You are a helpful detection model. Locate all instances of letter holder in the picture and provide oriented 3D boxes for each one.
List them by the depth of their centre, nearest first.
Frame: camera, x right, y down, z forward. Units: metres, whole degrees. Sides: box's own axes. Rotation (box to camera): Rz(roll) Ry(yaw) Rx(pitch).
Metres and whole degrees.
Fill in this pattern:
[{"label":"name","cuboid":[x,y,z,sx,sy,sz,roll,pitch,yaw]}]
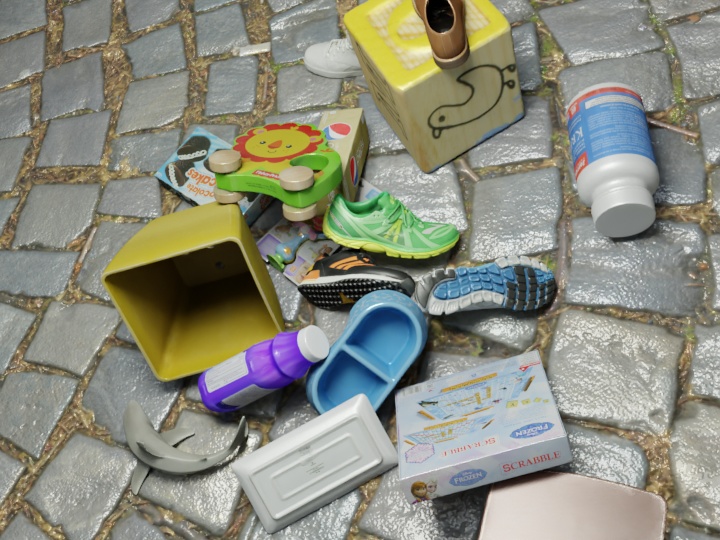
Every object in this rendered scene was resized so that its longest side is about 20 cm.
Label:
[{"label":"letter holder","cuboid":[0.242,0.315,1.078,0.199,0.101,0.143,6,60,21]}]

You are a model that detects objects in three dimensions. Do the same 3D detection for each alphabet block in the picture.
[{"label":"alphabet block","cuboid":[0.114,-0.309,1.430,0.195,0.200,0.197,-32,56,-2]}]

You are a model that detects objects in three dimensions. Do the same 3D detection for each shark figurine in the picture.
[{"label":"shark figurine","cuboid":[-0.258,0.242,1.289,0.213,0.090,0.129,5,63,22]}]

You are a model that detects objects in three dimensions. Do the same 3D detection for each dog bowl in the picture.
[{"label":"dog bowl","cuboid":[0.008,0.120,1.246,0.111,0.050,0.200,36,94,-4]}]

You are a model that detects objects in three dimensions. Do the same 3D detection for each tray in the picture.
[{"label":"tray","cuboid":[-0.057,0.252,1.219,0.199,0.022,0.108,-29,94,0]}]

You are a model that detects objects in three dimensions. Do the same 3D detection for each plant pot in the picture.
[{"label":"plant pot","cuboid":[-0.226,0.008,1.354,0.199,0.201,0.177,-15,35,8]}]

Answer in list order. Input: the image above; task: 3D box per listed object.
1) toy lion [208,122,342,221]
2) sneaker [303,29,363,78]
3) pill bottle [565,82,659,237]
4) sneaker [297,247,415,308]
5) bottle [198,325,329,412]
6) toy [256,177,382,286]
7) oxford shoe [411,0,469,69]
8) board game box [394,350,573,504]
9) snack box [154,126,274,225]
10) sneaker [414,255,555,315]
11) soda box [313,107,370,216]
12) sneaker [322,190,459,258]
[{"label":"toy lion","cuboid":[-0.108,-0.157,1.355,0.199,0.069,0.192,16,39,29]},{"label":"sneaker","cuboid":[-0.016,-0.379,1.566,0.199,0.116,0.074,7,64,23]},{"label":"pill bottle","cuboid":[0.353,-0.152,1.313,0.112,0.112,0.201,-9,57,12]},{"label":"sneaker","cuboid":[0.000,0.000,1.336,0.199,0.070,0.090,-4,51,41]},{"label":"bottle","cuboid":[-0.129,0.132,1.272,0.200,0.083,0.066,-29,72,33]},{"label":"toy","cuboid":[-0.067,-0.082,1.443,0.115,0.047,0.200,36,76,30]},{"label":"oxford shoe","cuboid":[0.109,-0.376,1.311,0.071,0.071,0.201,-19,55,7]},{"label":"board game box","cuboid":[0.143,0.188,1.159,0.199,0.041,0.200,-17,23,8]},{"label":"snack box","cuboid":[-0.231,-0.148,1.542,0.200,0.037,0.116,31,74,30]},{"label":"sneaker","cuboid":[0.166,0.022,1.296,0.199,0.087,0.075,-2,86,-8]},{"label":"soda box","cuboid":[-0.037,-0.167,1.438,0.067,0.064,0.200,-2,40,14]},{"label":"sneaker","cuboid":[0.047,-0.067,1.346,0.199,0.084,0.074,7,20,-7]}]
